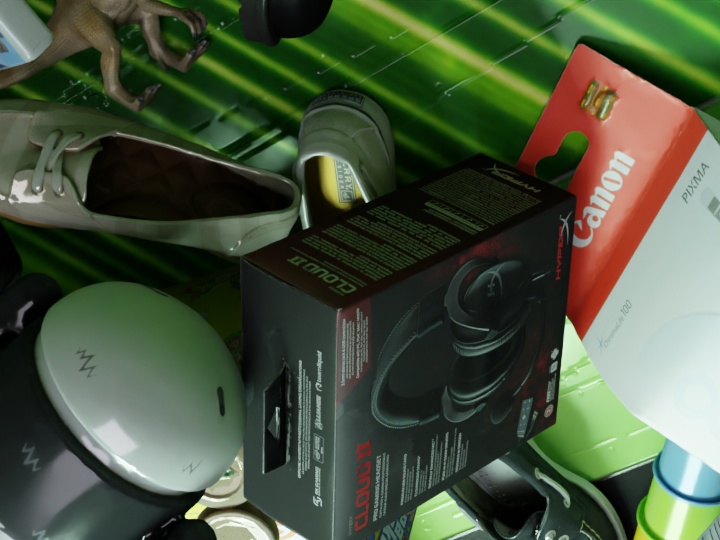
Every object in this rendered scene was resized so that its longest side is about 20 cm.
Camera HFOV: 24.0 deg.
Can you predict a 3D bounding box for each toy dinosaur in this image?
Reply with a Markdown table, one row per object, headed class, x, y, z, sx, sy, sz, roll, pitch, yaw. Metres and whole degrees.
| class | x | y | z | sx | sy | sz | roll | pitch | yaw |
| --- | --- | --- | --- | --- | --- | --- | --- | --- | --- |
| toy dinosaur | -0.136 | -0.139 | 0.914 | 0.101 | 0.058 | 0.200 | 45 | 126 | 0 |

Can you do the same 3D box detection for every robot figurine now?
| class | x | y | z | sx | sy | sz | roll | pitch | yaw |
| --- | --- | --- | --- | --- | --- | --- | --- | --- | --- |
| robot figurine | -0.147 | 0.095 | 0.854 | 0.150 | 0.125 | 0.200 | 41 | 110 | -19 |

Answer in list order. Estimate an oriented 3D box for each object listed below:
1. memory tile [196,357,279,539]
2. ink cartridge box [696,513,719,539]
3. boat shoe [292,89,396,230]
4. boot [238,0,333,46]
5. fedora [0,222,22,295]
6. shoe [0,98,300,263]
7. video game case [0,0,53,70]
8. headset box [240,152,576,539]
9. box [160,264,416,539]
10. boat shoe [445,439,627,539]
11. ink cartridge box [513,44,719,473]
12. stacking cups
| class | x | y | z | sx | sy | sz | roll | pitch | yaw |
| --- | --- | --- | --- | --- | --- | --- | --- | --- | --- |
| memory tile | -0.151 | 0.117 | 0.940 | 0.198 | 0.017 | 0.154 | -6 | 115 | 5 |
| ink cartridge box | 0.298 | 0.110 | 0.925 | 0.199 | 0.043 | 0.197 | -11 | 149 | -21 |
| boat shoe | 0.000 | 0.000 | 0.961 | 0.070 | 0.070 | 0.201 | 1 | 127 | 15 |
| boot | 0.033 | -0.178 | 0.808 | 0.157 | 0.080 | 0.212 | 20 | 129 | 0 |
| fedora | -0.260 | 0.011 | 0.961 | 0.200 | 0.201 | 0.092 | -35 | 99 | 34 |
| shoe | -0.126 | -0.052 | 0.900 | 0.199 | 0.070 | 0.053 | 13 | 164 | -17 |
| video game case | -0.265 | -0.179 | 0.875 | 0.182 | 0.023 | 0.200 | -2 | 132 | 54 |
| headset box | 0.019 | 0.044 | 0.891 | 0.077 | 0.199 | 0.150 | 26 | 127 | 37 |
| box | -0.097 | 0.120 | 1.047 | 0.199 | 0.122 | 0.193 | -17 | 120 | 25 |
| boat shoe | 0.097 | 0.144 | 1.052 | 0.075 | 0.060 | 0.200 | -31 | 114 | 32 |
| ink cartridge box | 0.162 | -0.001 | 0.896 | 0.199 | 0.047 | 0.161 | 33 | 129 | 10 |
| stacking cups | 0.199 | 0.104 | 1.002 | 0.060 | 0.061 | 0.201 | 10 | 124 | 8 |
